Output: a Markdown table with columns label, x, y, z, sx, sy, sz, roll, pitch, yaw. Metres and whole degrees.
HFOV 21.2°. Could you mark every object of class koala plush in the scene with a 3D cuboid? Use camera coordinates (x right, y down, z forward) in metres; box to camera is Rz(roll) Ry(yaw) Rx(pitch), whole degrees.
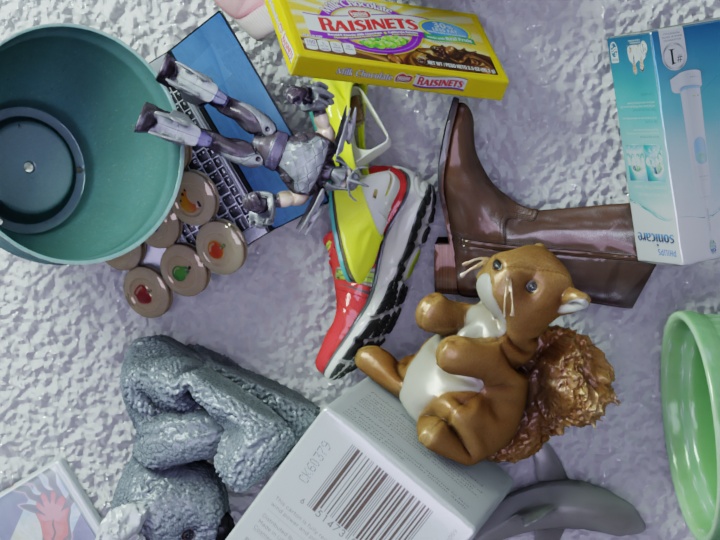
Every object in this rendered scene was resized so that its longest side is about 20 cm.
| label | x | y | z | sx | sy | sz | roll | pitch | yaw |
| --- | --- | --- | --- | --- | --- | --- | --- | --- | --- |
| koala plush | -0.160 | 0.179 | 1.709 | 0.183 | 0.177 | 0.201 | 28 | 99 | 11 |

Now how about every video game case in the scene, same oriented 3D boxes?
| label | x | y | z | sx | sy | sz | roll | pitch | yaw |
| --- | --- | --- | --- | --- | --- | --- | --- | --- | --- |
| video game case | -0.303 | 0.305 | 1.797 | 0.181 | 0.023 | 0.201 | -31 | 94 | 6 |

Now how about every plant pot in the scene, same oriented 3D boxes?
| label | x | y | z | sx | sy | sz | roll | pitch | yaw |
| --- | --- | --- | --- | --- | --- | --- | --- | --- | --- |
| plant pot | -0.266 | -0.096 | 1.631 | 0.199 | 0.134 | 0.203 | 4 | 81 | -27 |

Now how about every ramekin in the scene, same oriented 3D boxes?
| label | x | y | z | sx | sy | sz | roll | pitch | yaw |
| --- | --- | --- | --- | --- | --- | --- | --- | --- | --- |
| ramekin | 0.329 | 0.130 | 1.657 | 0.097 | 0.200 | 0.202 | -5 | 97 | -4 |

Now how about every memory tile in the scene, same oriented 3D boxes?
| label | x | y | z | sx | sy | sz | roll | pitch | yaw |
| --- | --- | --- | --- | --- | --- | --- | --- | --- | --- |
| memory tile | -0.195 | -0.065 | 1.713 | 0.153 | 0.017 | 0.201 | -27 | 95 | 35 |

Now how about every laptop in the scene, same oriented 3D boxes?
| label | x | y | z | sx | sy | sz | roll | pitch | yaw |
| --- | --- | --- | --- | --- | --- | --- | --- | --- | --- |
| laptop | -0.153 | -0.097 | 1.691 | 0.199 | 0.116 | 0.188 | -30 | 94 | 6 |

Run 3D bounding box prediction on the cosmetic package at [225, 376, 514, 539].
| label | x | y | z | sx | sy | sz | roll | pitch | yaw |
| --- | --- | --- | --- | --- | --- | --- | --- | --- | --- |
| cosmetic package | 0.009 | 0.211 | 1.662 | 0.164 | 0.200 | 0.166 | 39 | 103 | 8 |

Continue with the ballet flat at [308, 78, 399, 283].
| label | x | y | z | sx | sy | sz | roll | pitch | yaw |
| --- | --- | --- | --- | --- | --- | --- | --- | --- | --- |
| ballet flat | -0.001 | -0.088 | 1.674 | 0.066 | 0.067 | 0.202 | -16 | 65 | 10 |

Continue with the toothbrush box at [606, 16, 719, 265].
| label | x | y | z | sx | sy | sz | roll | pitch | yaw |
| --- | --- | --- | --- | --- | --- | --- | --- | --- | --- |
| toothbrush box | 0.307 | -0.116 | 1.656 | 0.145 | 0.085 | 0.202 | -12 | 97 | -19 |

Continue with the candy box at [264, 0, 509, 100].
| label | x | y | z | sx | sy | sz | roll | pitch | yaw |
| --- | --- | --- | --- | --- | --- | --- | --- | --- | --- |
| candy box | 0.022 | -0.195 | 1.641 | 0.198 | 0.103 | 0.027 | 4 | 129 | -24 |

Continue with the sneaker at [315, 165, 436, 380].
| label | x | y | z | sx | sy | sz | roll | pitch | yaw |
| --- | --- | --- | --- | --- | --- | --- | --- | --- | --- |
| sneaker | 0.000 | 0.000 | 1.728 | 0.084 | 0.077 | 0.202 | 24 | 93 | 19 |

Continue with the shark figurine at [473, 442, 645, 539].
| label | x | y | z | sx | sy | sz | roll | pitch | yaw |
| --- | --- | --- | --- | --- | --- | --- | --- | --- | --- |
| shark figurine | 0.138 | 0.239 | 1.734 | 0.213 | 0.090 | 0.129 | -32 | 93 | 5 |

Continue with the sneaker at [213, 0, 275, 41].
| label | x | y | z | sx | sy | sz | roll | pitch | yaw |
| --- | --- | --- | --- | --- | --- | --- | --- | --- | --- |
| sneaker | -0.041 | -0.282 | 1.684 | 0.200 | 0.075 | 0.105 | -39 | 95 | 10 |

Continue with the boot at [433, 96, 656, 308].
| label | x | y | z | sx | sy | sz | roll | pitch | yaw |
| --- | --- | --- | --- | --- | --- | --- | --- | --- | --- |
| boot | 0.167 | -0.059 | 1.703 | 0.198 | 0.064 | 0.188 | 3 | 110 | 6 |

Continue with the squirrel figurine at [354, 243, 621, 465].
| label | x | y | z | sx | sy | sz | roll | pitch | yaw |
| --- | --- | --- | --- | --- | --- | --- | --- | --- | --- |
| squirrel figurine | 0.132 | 0.071 | 1.676 | 0.199 | 0.142 | 0.187 | 28 | 102 | -33 |

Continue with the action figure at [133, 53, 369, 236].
| label | x | y | z | sx | sy | sz | roll | pitch | yaw |
| --- | --- | --- | --- | --- | --- | --- | --- | --- | --- |
| action figure | -0.085 | -0.105 | 1.593 | 0.198 | 0.069 | 0.131 | 23 | 84 | -6 |
